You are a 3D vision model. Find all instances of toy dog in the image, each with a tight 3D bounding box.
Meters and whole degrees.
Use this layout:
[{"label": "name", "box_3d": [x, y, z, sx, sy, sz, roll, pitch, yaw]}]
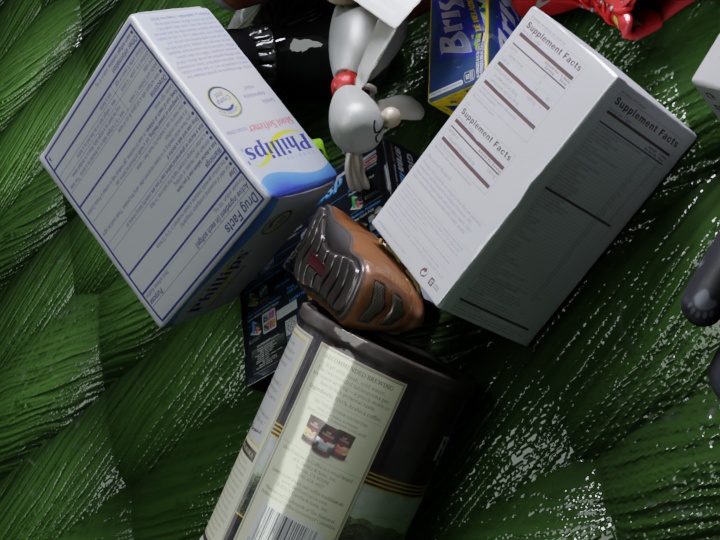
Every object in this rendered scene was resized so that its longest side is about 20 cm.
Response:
[{"label": "toy dog", "box_3d": [0.021, -0.174, 1.015, 0.095, 0.132, 0.202, -9, 65, 7]}]

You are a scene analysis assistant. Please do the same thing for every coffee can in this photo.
[{"label": "coffee can", "box_3d": [-0.019, 0.145, 0.938, 0.146, 0.146, 0.202, 28, 94, 49]}]

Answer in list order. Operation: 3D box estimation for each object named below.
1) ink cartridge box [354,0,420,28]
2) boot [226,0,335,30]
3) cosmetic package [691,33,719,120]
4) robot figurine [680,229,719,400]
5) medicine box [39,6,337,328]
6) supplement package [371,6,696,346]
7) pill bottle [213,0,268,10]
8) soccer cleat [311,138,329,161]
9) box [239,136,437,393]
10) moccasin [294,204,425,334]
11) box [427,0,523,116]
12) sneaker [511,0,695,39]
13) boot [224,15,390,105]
[{"label": "ink cartridge box", "box_3d": [0.047, -0.293, 0.999, 0.160, 0.047, 0.200, 40, 85, 29]}, {"label": "boot", "box_3d": [-0.086, -0.325, 1.285, 0.181, 0.072, 0.202, -21, 52, 37]}, {"label": "cosmetic package", "box_3d": [0.314, -0.114, 0.735, 0.199, 0.085, 0.108, 30, 84, 48]}, {"label": "robot figurine", "box_3d": [0.273, 0.036, 0.687, 0.202, 0.149, 0.125, -66, 28, 16]}, {"label": "medicine box", "box_3d": [-0.152, -0.089, 1.069, 0.201, 0.103, 0.182, 52, 125, 10]}, {"label": "supplement package", "box_3d": [0.124, -0.066, 0.904, 0.201, 0.113, 0.110, -52, 44, 15]}, {"label": "pill bottle", "box_3d": [-0.052, -0.317, 1.132, 0.198, 0.112, 0.114, -11, 64, 23]}, {"label": "soccer cleat", "box_3d": [-0.094, -0.086, 1.187, 0.199, 0.081, 0.068, -7, 108, 63]}, {"label": "box", "box_3d": [-0.027, 0.000, 1.085, 0.199, 0.046, 0.161, -31, 52, 34]}, {"label": "moccasin", "box_3d": [0.001, -0.002, 0.962, 0.074, 0.077, 0.201, -67, 21, 4]}, {"label": "box", "box_3d": [0.102, -0.223, 1.028, 0.064, 0.070, 0.202, -18, 61, 41]}, {"label": "sneaker", "box_3d": [0.191, -0.213, 0.928, 0.199, 0.077, 0.086, -6, 75, 44]}, {"label": "boot", "box_3d": [-0.086, -0.199, 1.146, 0.210, 0.157, 0.081, -8, 79, 46]}]
